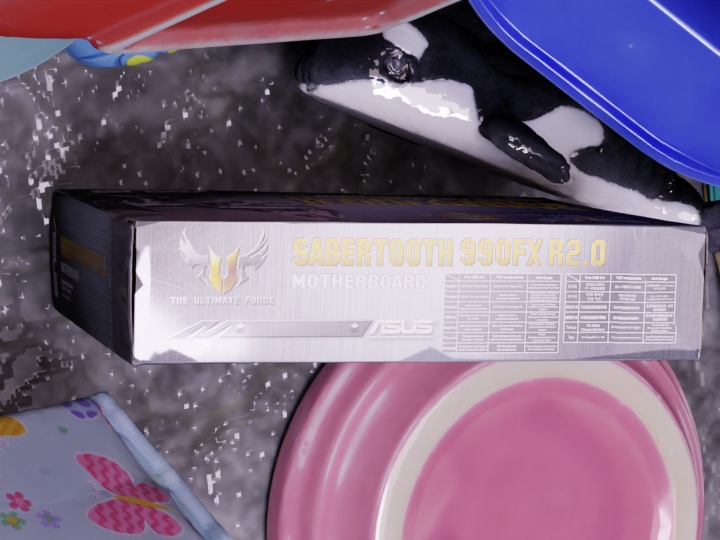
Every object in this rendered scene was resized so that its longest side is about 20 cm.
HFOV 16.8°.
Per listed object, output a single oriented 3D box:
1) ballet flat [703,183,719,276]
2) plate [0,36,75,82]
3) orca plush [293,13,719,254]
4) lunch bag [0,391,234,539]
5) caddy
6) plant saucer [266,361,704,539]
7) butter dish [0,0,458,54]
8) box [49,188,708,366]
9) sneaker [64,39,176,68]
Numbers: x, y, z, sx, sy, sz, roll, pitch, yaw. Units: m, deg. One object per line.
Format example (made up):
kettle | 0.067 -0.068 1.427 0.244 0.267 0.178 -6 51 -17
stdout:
ballet flat | 0.186 -0.004 1.035 0.063 0.068 0.201 -17 108 -53
plate | -0.125 -0.153 0.773 0.200 0.026 0.201 -16 113 -41
orca plush | 0.073 -0.068 0.926 0.200 0.105 0.071 20 90 -13
lunch bag | -0.156 0.149 0.803 0.169 0.127 0.200 -9 135 -51
caddy | 0.129 -0.126 0.888 0.200 0.141 0.105 37 46 -11
plant saucer | 0.061 0.102 0.982 0.200 0.051 0.201 -4 98 -26
butter dish | -0.012 -0.159 0.764 0.199 0.200 0.148 -9 84 -44
box | 0.000 0.000 0.861 0.199 0.158 0.049 0 95 -16
sneaker | -0.038 -0.154 0.889 0.199 0.071 0.083 -37 117 -15
